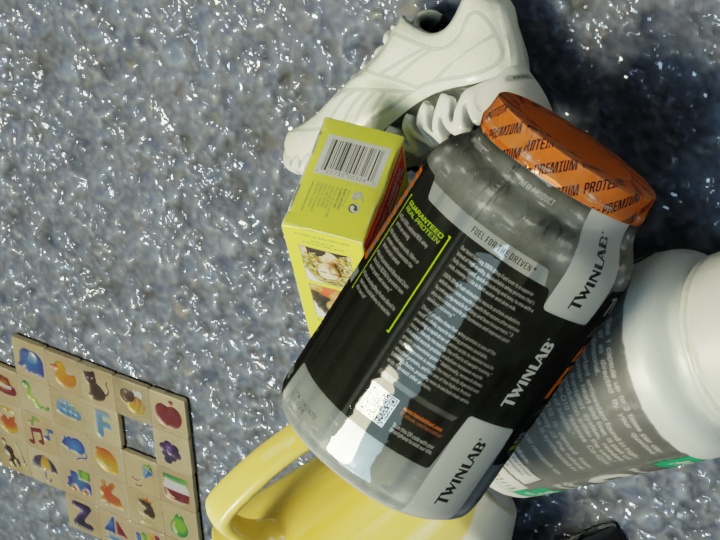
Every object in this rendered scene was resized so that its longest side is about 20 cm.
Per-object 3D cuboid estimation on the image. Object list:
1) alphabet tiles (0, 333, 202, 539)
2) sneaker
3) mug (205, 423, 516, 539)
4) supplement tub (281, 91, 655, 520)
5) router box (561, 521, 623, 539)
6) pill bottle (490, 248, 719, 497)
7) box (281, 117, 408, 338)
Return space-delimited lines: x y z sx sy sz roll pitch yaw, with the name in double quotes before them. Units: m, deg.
"alphabet tiles" -0.202 0.137 1.475 0.199 0.008 0.168 18 127 30
"sneaker" 0.027 -0.099 1.106 0.199 0.075 0.082 -15 84 48
"mug" 0.008 0.164 1.188 0.153 0.186 0.150 -40 77 9
"supplement tub" 0.057 0.017 1.003 0.122 0.122 0.201 37 106 13
"router box" 0.131 0.275 1.222 0.150 0.062 0.201 -33 77 46
"pill bottle" 0.150 0.053 1.065 0.199 0.113 0.114 -19 104 44
"box" 0.000 0.000 1.119 0.050 0.076 0.200 14 152 14
